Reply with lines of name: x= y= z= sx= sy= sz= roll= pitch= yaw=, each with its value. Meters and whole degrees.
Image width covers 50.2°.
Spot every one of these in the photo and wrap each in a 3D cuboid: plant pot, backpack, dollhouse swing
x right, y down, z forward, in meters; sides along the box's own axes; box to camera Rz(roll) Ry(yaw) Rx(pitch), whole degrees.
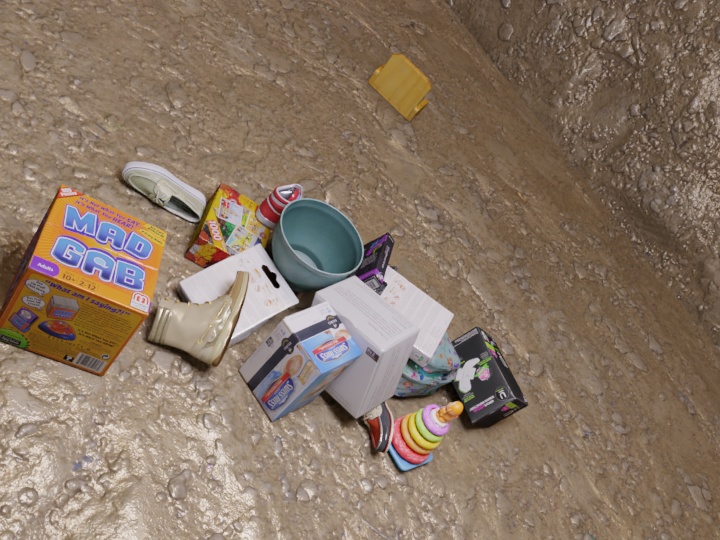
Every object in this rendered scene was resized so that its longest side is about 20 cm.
plant pot: x=-0.111 y=-0.036 z=1.665 sx=0.199 sy=0.134 sz=0.201 roll=20 pitch=45 yaw=-22
backpack: x=0.122 y=0.200 z=1.797 sx=0.199 sy=0.151 sz=0.179 roll=-1 pitch=57 yaw=-39
dollhouse swing: x=0.162 y=-0.653 z=2.641 sx=0.200 sy=0.176 sz=0.182 roll=43 pitch=36 yaw=-1

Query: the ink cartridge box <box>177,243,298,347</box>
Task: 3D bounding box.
ink cartridge box: x=-0.253 y=0.053 z=1.591 sx=0.199 sy=0.050 sz=0.163 roll=-28 pitch=75 yaw=-31

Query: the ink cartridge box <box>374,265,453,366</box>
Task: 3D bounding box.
ink cartridge box: x=0.098 y=0.100 z=1.726 sx=0.199 sy=0.050 sz=0.161 roll=35 pitch=44 yaw=2

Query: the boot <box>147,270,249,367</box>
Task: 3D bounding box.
boot: x=-0.311 y=0.070 z=1.495 sx=0.154 sy=0.073 sz=0.201 roll=20 pitch=69 yaw=-3

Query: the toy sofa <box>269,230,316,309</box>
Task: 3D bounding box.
toy sofa: x=-0.157 y=-0.015 z=1.779 sx=0.097 sy=0.083 sz=0.201 roll=4 pitch=52 yaw=-35

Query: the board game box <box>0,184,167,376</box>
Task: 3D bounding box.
board game box: x=-0.480 y=0.020 z=1.327 sx=0.199 sy=0.200 sz=0.201 roll=26 pitch=40 yaw=-25

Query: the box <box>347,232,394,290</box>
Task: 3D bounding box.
box: x=0.000 y=0.000 z=1.759 sx=0.036 sy=0.142 sz=0.201 roll=52 pitch=28 yaw=-21

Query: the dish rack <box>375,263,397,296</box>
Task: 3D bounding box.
dish rack: x=-0.004 y=0.047 z=1.789 sx=0.055 sy=0.153 sz=0.200 roll=56 pitch=47 yaw=-24

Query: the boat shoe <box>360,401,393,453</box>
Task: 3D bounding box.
boat shoe: x=0.027 y=0.302 z=1.660 sx=0.062 sy=0.071 sz=0.201 roll=16 pitch=42 yaw=-23

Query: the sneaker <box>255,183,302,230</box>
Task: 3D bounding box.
sneaker: x=-0.128 y=-0.124 z=1.749 sx=0.199 sy=0.113 sz=0.072 roll=22 pitch=42 yaw=-23

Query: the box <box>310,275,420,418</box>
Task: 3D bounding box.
box: x=-0.010 y=0.157 z=1.604 sx=0.199 sy=0.201 sz=0.130 roll=39 pitch=38 yaw=26

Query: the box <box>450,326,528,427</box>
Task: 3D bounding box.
box: x=0.300 y=0.263 z=1.884 sx=0.148 sy=0.124 sz=0.201 roll=32 pitch=30 yaw=-60

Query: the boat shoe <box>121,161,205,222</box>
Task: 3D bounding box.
boat shoe: x=-0.426 y=-0.172 z=1.681 sx=0.199 sy=0.072 sz=0.062 roll=25 pitch=38 yaw=-30

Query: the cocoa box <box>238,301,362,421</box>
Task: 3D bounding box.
cocoa box: x=-0.120 y=0.181 z=1.522 sx=0.133 sy=0.200 sz=0.132 roll=-19 pitch=69 yaw=-49

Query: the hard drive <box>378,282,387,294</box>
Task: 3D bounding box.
hard drive: x=0.013 y=0.038 z=1.936 sx=0.200 sy=0.033 sz=0.139 roll=48 pitch=36 yaw=4

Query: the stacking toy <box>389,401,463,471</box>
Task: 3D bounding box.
stacking toy: x=0.148 y=0.331 z=1.638 sx=0.116 sy=0.200 sz=0.110 roll=-5 pitch=58 yaw=-45

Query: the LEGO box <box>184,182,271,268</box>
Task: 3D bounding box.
LEGO box: x=-0.288 y=-0.079 z=1.718 sx=0.148 sy=0.077 sz=0.201 roll=30 pitch=38 yaw=-18
